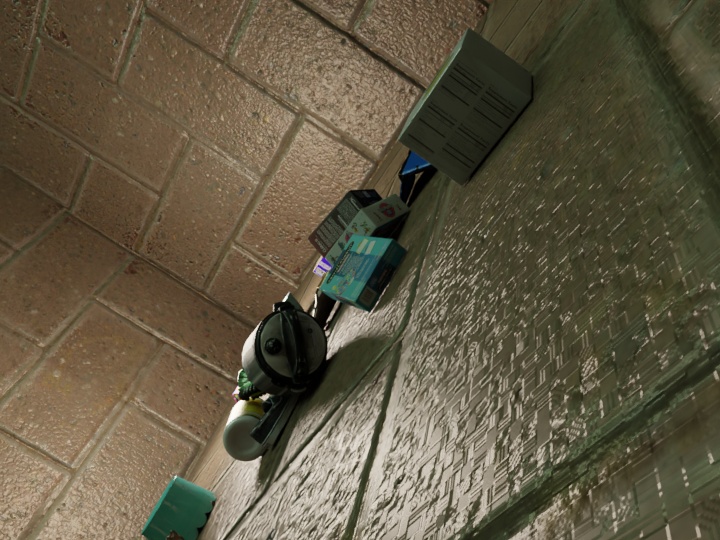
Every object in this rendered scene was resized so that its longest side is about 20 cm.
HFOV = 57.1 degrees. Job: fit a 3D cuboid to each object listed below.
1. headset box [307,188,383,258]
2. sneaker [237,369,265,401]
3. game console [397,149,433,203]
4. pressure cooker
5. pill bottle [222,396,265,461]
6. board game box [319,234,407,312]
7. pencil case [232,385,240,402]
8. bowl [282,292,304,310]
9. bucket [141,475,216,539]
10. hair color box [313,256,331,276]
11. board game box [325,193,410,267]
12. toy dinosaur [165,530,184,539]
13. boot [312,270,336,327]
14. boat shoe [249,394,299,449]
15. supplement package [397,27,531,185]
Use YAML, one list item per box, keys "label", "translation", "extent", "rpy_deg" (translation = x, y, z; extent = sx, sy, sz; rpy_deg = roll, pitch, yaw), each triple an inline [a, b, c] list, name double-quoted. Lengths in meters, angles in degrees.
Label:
- label: "headset box"
  translation: [-0.036, -0.119, 1.745]
  extent: [0.200, 0.077, 0.148]
  rpy_deg: [-47, -14, 24]
- label: "sneaker"
  translation: [-0.218, 0.246, 1.633]
  extent: [0.198, 0.086, 0.078]
  rpy_deg: [-22, -27, 5]
- label: "game console"
  translation: [0.170, -0.259, 1.738]
  extent: [0.169, 0.119, 0.201]
  rpy_deg: [-16, 30, 28]
- label: "pressure cooker"
  translation: [-0.166, 0.183, 1.485]
  extent: [0.179, 0.175, 0.200]
  rpy_deg: [-54, 4, -31]
- label: "pill bottle"
  translation: [-0.275, 0.384, 1.645]
  extent: [0.113, 0.111, 0.200]
  rpy_deg: [-57, 7, 5]
- label: "board game box"
  translation: [0.002, 0.001, 1.431]
  extent: [0.152, 0.047, 0.200]
  rpy_deg: [-58, 24, -8]
- label: "pencil case"
  translation: [-0.437, 0.445, 2.632]
  extent: [0.089, 0.088, 0.201]
  rpy_deg: [-51, 9, 40]
- label: "bowl"
  translation: [-0.290, 0.197, 2.599]
  extent: [0.202, 0.104, 0.201]
  rpy_deg: [-56, 8, 12]
- label: "bucket"
  translation: [-0.516, 0.695, 1.874]
  extent: [0.208, 0.134, 0.207]
  rpy_deg: [-56, 7, 11]
- label: "hair color box"
  translation: [-0.115, -0.075, 2.743]
  extent: [0.201, 0.064, 0.110]
  rpy_deg: [-56, 7, 24]
- label: "board game box"
  translation: [0.017, -0.091, 1.670]
  extent: [0.147, 0.064, 0.200]
  rpy_deg: [-30, -16, -45]
- label: "toy dinosaur"
  translation: [-0.426, 0.702, 1.473]
  extent: [0.136, 0.085, 0.202]
  rpy_deg: [-46, -26, -72]
- label: "boot"
  translation: [-0.101, 0.095, 1.885]
  extent: [0.200, 0.072, 0.168]
  rpy_deg: [65, -139, -78]
- label: "boat shoe"
  translation: [-0.198, 0.321, 1.549]
  extent: [0.072, 0.067, 0.201]
  rpy_deg: [-50, 8, 45]
- label: "supplement package"
  translation: [0.191, -0.299, 1.206]
  extent: [0.201, 0.150, 0.152]
  rpy_deg: [-53, 8, 33]
